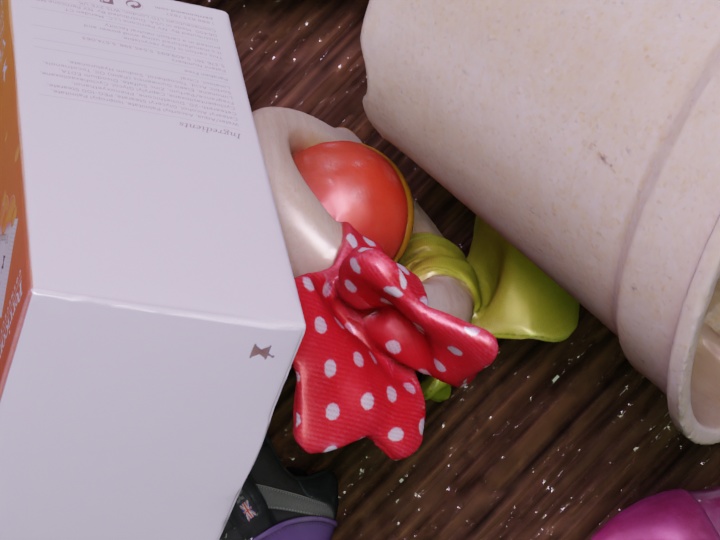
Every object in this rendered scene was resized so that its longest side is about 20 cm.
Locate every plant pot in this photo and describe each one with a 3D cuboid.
[{"bbox_3d":[0.106,-0.069,0.651,0.183,0.200,0.201,34,88,27],"label":"plant pot"}]

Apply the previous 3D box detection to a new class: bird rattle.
[{"bbox_3d":[0.000,0.000,0.720,0.163,0.199,0.113,48,118,17],"label":"bird rattle"}]

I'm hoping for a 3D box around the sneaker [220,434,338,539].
[{"bbox_3d":[-0.089,0.084,0.745,0.200,0.075,0.088,37,68,-37],"label":"sneaker"}]

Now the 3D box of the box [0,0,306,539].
[{"bbox_3d":[-0.099,-0.005,0.660,0.096,0.201,0.125,8,127,-21],"label":"box"}]

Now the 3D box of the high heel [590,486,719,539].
[{"bbox_3d":[0.177,0.200,0.805,0.095,0.067,0.202,-16,93,-9],"label":"high heel"}]
